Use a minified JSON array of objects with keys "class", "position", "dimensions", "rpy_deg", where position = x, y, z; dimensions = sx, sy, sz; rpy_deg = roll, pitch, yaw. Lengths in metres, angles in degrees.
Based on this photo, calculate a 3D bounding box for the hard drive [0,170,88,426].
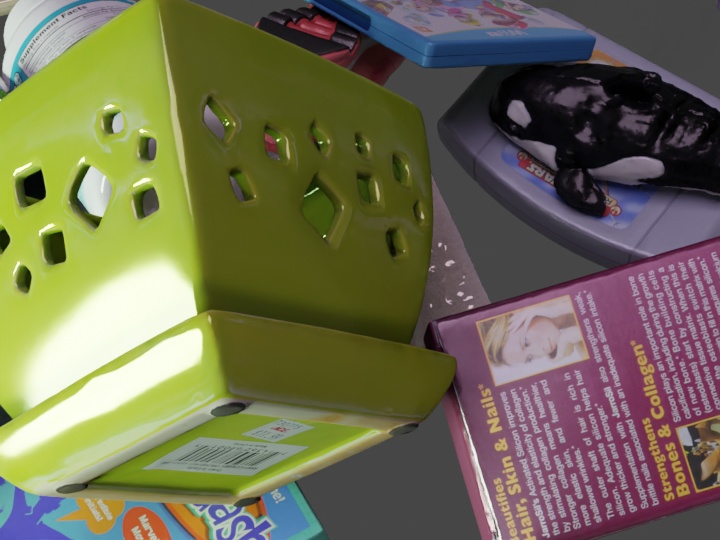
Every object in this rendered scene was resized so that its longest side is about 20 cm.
[{"class":"hard drive","position":[-0.219,0.006,0.831],"dimensions":[0.135,0.042,0.200],"rpy_deg":[-28,50,-8]}]

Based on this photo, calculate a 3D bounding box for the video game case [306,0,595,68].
[{"class":"video game case","position":[0.031,-0.175,0.854],"dimensions":[0.143,0.018,0.200],"rpy_deg":[-9,34,-39]}]

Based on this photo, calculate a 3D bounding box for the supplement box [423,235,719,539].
[{"class":"supplement box","position":[0.147,0.066,0.720],"dimensions":[0.200,0.103,0.131],"rpy_deg":[-15,82,-2]}]

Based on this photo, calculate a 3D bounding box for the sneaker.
[{"class":"sneaker","position":[-0.019,-0.128,0.858],"dimensions":[0.074,0.087,0.200],"rpy_deg":[22,28,17]}]

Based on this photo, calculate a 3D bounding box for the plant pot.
[{"class":"plant pot","position":[-0.080,0.011,0.667],"dimensions":[0.199,0.200,0.182],"rpy_deg":[-29,63,33]}]

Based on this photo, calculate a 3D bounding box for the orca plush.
[{"class":"orca plush","position":[0.168,-0.082,0.792],"dimensions":[0.200,0.071,0.105],"rpy_deg":[37,73,23]}]

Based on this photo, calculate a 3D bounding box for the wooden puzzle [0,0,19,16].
[{"class":"wooden puzzle","position":[-0.212,-0.257,0.986],"dimensions":[0.185,0.037,0.200],"rpy_deg":[-13,50,0]}]

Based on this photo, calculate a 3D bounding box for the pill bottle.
[{"class":"pill bottle","position":[-0.157,-0.108,0.855],"dimensions":[0.111,0.111,0.200],"rpy_deg":[-34,52,-11]}]

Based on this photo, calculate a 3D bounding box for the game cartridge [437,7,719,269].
[{"class":"game cartridge","position":[0.155,-0.076,0.851],"dimensions":[0.200,0.042,0.133],"rpy_deg":[33,67,22]}]

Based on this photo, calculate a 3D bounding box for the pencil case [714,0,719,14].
[{"class":"pencil case","position":[0.276,-0.182,0.869],"dimensions":[0.085,0.084,0.200],"rpy_deg":[9,56,-34]}]

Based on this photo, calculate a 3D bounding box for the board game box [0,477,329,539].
[{"class":"board game box","position":[-0.139,0.145,0.766],"dimensions":[0.200,0.045,0.152],"rpy_deg":[-30,62,-10]}]

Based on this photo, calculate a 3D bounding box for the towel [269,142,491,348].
[{"class":"towel","position":[0.000,0.000,0.831],"dimensions":[0.132,0.034,0.200],"rpy_deg":[-20,61,-1]}]

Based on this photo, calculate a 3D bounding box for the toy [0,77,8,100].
[{"class":"toy","position":[-0.284,-0.037,0.817],"dimensions":[0.200,0.047,0.115],"rpy_deg":[-47,44,1]}]
